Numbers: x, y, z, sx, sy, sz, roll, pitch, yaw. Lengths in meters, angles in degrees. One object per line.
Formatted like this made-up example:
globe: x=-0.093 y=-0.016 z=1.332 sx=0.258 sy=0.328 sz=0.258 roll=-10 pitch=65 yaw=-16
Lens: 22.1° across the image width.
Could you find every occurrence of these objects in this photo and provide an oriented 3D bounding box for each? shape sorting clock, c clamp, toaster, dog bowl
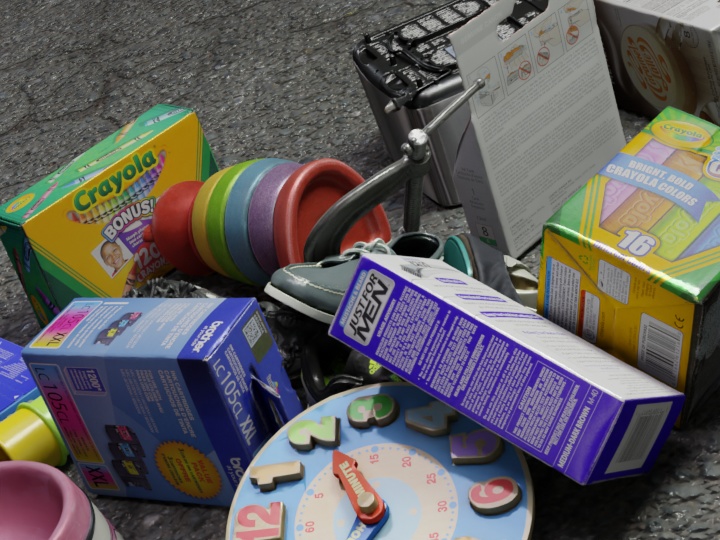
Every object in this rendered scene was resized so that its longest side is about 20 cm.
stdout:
shape sorting clock: x=0.010 y=0.153 z=1.147 sx=0.199 sy=0.039 sz=0.201 roll=-12 pitch=50 yaw=15
c clamp: x=0.024 y=-0.040 z=1.401 sx=0.171 sy=0.200 sz=0.027 roll=-37 pitch=70 yaw=-23
toaster: x=0.097 y=-0.159 z=1.612 sx=0.199 sy=0.119 sz=0.181 roll=-24 pitch=27 yaw=-9
dog bowl: x=-0.257 y=0.207 z=1.240 sx=0.199 sy=0.074 sz=0.200 roll=-15 pitch=28 yaw=8

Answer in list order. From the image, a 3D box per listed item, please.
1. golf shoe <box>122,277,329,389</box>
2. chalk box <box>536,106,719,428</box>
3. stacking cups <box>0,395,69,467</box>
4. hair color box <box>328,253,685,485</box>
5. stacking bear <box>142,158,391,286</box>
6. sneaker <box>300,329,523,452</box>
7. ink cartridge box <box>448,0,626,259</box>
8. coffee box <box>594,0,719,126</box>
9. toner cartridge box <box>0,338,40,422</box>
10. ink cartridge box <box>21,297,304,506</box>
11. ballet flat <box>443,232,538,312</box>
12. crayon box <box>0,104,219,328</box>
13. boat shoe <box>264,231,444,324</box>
golf shoe: x=-0.099 y=0.059 z=1.394 sx=0.199 sy=0.094 sz=0.078 roll=10 pitch=77 yaw=34
chalk box: x=0.224 y=-0.018 z=1.239 sx=0.124 sy=0.125 sz=0.200 roll=28 pitch=50 yaw=28
stacking cups: x=-0.199 y=0.096 z=1.420 sx=0.200 sy=0.061 sz=0.060 roll=-35 pitch=31 yaw=-30
hair color box: x=0.092 y=0.060 z=1.163 sx=0.200 sy=0.065 sz=0.109 roll=31 pitch=13 yaw=27
stacking bear: x=-0.095 y=-0.036 z=1.539 sx=0.199 sy=0.114 sz=0.121 roll=1 pitch=34 yaw=42
sneaker: x=0.025 y=0.090 z=1.248 sx=0.074 sy=0.088 sz=0.200 roll=-36 pitch=32 yaw=-28
ink cartridge box: x=0.132 y=-0.133 z=1.454 sx=0.161 sy=0.201 sz=0.050 roll=-38 pitch=32 yaw=-31
coffee box: x=0.275 y=-0.187 z=1.553 sx=0.080 sy=0.115 sz=0.200 roll=-30 pitch=28 yaw=-18
toner cartridge box: x=-0.320 y=0.098 z=1.506 sx=0.095 sy=0.043 sz=0.200 roll=-37 pitch=32 yaw=-28
ink cartridge box: x=-0.120 y=0.091 z=1.287 sx=0.199 sy=0.137 sz=0.076 roll=-1 pitch=35 yaw=32
ballet flat: x=0.101 y=0.029 z=1.341 sx=0.073 sy=0.073 sz=0.200 roll=-18 pitch=22 yaw=3
crayon box: x=-0.213 y=-0.046 z=1.610 sx=0.200 sy=0.119 sz=0.058 roll=-37 pitch=32 yaw=-29
boat shoe: x=0.000 y=0.000 z=1.341 sx=0.073 sy=0.062 sz=0.200 roll=29 pitch=15 yaw=28
